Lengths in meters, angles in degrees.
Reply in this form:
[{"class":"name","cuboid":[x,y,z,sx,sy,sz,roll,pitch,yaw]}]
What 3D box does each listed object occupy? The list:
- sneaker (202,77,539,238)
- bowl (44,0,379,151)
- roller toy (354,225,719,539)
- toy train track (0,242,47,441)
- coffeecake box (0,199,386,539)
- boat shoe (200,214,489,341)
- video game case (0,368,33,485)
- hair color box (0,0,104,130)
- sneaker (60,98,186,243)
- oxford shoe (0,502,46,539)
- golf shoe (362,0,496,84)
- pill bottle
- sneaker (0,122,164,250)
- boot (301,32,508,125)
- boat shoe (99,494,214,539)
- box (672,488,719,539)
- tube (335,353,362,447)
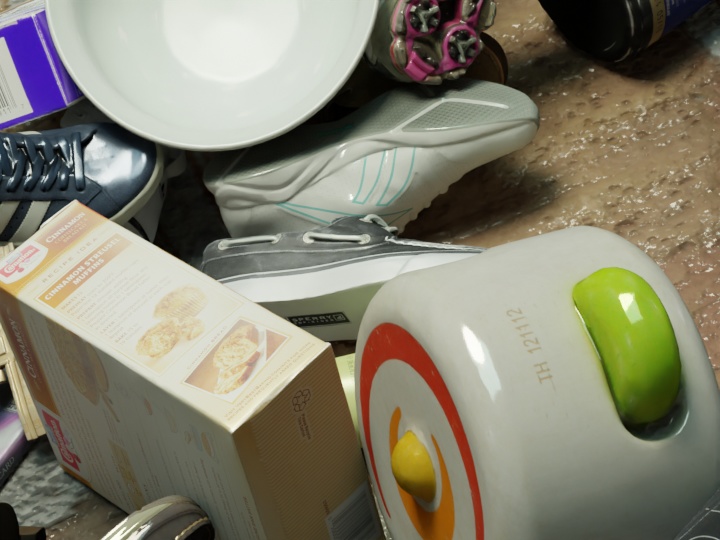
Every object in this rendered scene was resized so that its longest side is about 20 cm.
[{"class":"sneaker","cuboid":[0.012,-0.056,1.447,0.199,0.081,0.071,-16,27,7]},{"class":"bowl","cuboid":[-0.083,-0.161,1.458,0.199,0.090,0.203,-1,81,5]},{"class":"roller toy","cuboid":[0.080,0.082,1.193,0.139,0.202,0.182,-14,24,-20]},{"class":"toy train track","cuboid":[-0.235,0.052,1.392,0.199,0.033,0.115,-22,71,9]},{"class":"coffeecake box","cuboid":[-0.092,0.073,1.289,0.199,0.154,0.073,28,57,37]},{"class":"boat shoe","cuboid":[0.000,0.000,1.396,0.198,0.072,0.068,-7,56,20]},{"class":"video game case","cuboid":[-0.274,0.118,1.401,0.142,0.019,0.200,12,49,28]},{"class":"hair color box","cuboid":[-0.192,-0.139,1.533,0.109,0.065,0.200,-16,10,24]},{"class":"sneaker","cuboid":[-0.205,-0.050,1.516,0.198,0.075,0.115,9,47,18]},{"class":"oxford shoe","cuboid":[-0.202,0.153,1.224,0.071,0.200,0.072,5,80,-1]},{"class":"golf shoe","cuboid":[0.064,-0.201,1.462,0.200,0.073,0.092,-53,27,-10]},{"class":"pill bottle","cuboid":[0.206,-0.226,1.540,0.199,0.112,0.112,-35,46,-19]},{"class":"sneaker","cuboid":[-0.214,-0.055,1.415,0.198,0.085,0.075,-13,60,2]},{"class":"boot","cuboid":[-0.013,-0.112,1.511,0.198,0.074,0.076,0,33,14]},{"class":"boat shoe","cuboid":[-0.129,0.206,1.223,0.073,0.075,0.200,32,78,20]},{"class":"box","cuboid":[0.255,0.166,1.114,0.199,0.115,0.132,27,56,36]},{"class":"tube","cuboid":[0.079,0.051,1.340,0.198,0.052,0.058,-12,83,-2]}]
